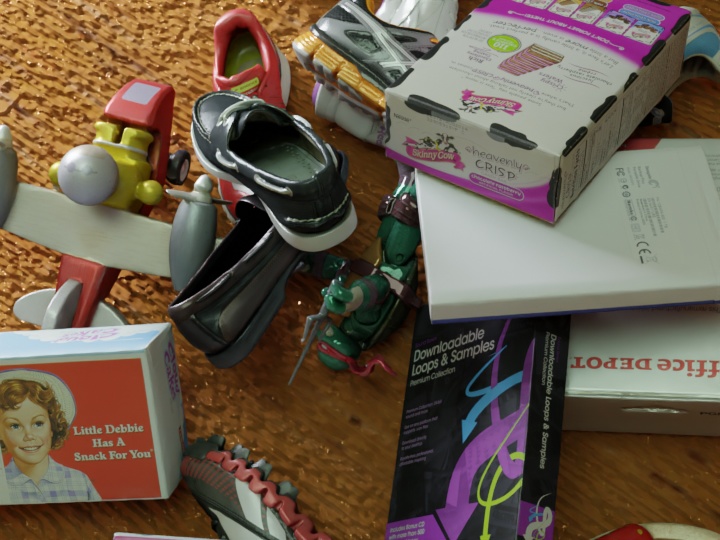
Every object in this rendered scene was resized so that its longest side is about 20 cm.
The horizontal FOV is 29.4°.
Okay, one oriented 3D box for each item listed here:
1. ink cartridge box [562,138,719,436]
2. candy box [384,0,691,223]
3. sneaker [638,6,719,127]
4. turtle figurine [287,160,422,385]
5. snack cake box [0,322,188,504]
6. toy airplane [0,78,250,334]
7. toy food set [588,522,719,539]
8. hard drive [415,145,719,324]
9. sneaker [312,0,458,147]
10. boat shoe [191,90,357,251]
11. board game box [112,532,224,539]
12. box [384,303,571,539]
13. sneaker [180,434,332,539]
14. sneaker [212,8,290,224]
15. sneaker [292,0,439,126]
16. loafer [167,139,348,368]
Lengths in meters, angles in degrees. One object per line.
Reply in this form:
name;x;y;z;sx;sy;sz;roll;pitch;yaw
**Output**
ink cartridge box;0.209;0.012;0.976;0.146;0.083;0.201;2;65;12
candy box;0.126;-0.131;0.958;0.136;0.061;0.200;25;49;26
sneaker;0.192;-0.130;1.055;0.199;0.072;0.073;-31;71;-1
turtle figurine;0.000;0.000;1.017;0.201;0.101;0.150;-59;27;-6
snack cake box;-0.232;0.105;0.995;0.199;0.067;0.116;-3;104;10
toy airplane;-0.203;-0.041;1.045;0.199;0.141;0.200;-26;69;-7
toy food set;0.190;0.252;0.841;0.200;0.049;0.198;33;74;23
hard drive;0.141;-0.026;0.913;0.199;0.025;0.132;-4;47;0
sneaker;0.050;-0.184;1.116;0.099;0.075;0.200;34;80;9
boat shoe;-0.067;-0.090;0.975;0.075;0.060;0.200;-33;44;-19
board game box;-0.060;0.245;0.860;0.199;0.064;0.148;4;76;1
box;0.079;0.104;0.937;0.143;0.036;0.201;-24;49;51
sneaker;-0.066;0.198;0.947;0.200;0.071;0.098;39;75;23
sneaker;-0.092;-0.120;1.094;0.077;0.085;0.201;-15;63;5
sneaker;0.046;-0.137;1.031;0.200;0.078;0.077;37;83;5
loafer;-0.071;-0.026;0.988;0.072;0.063;0.200;-18;39;51
